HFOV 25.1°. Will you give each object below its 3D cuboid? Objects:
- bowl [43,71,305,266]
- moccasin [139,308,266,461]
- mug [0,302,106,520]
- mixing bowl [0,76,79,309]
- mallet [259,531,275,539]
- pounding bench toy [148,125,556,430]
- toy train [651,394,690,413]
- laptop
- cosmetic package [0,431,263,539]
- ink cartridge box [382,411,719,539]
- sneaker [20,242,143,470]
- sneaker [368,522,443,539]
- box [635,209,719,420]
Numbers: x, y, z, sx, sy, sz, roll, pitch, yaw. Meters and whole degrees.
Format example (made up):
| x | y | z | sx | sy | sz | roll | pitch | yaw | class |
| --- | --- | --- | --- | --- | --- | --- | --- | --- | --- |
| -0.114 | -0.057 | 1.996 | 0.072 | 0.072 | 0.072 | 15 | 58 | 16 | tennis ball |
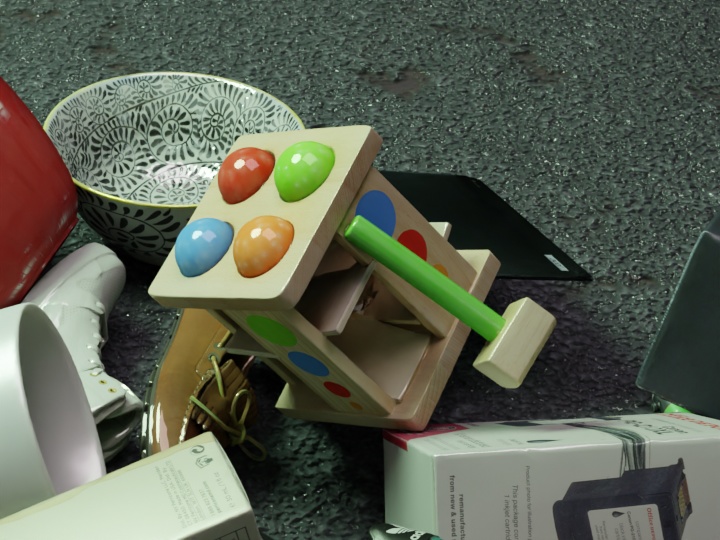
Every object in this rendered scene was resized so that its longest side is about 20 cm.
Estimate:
| x | y | z | sx | sy | sz | roll | pitch | yaw | class |
| --- | --- | --- | --- | --- | --- | --- | --- | --- | --- |
| -0.142 | -0.065 | 1.241 | 0.200 | 0.094 | 0.201 | 4 | 35 | -3 | bowl |
| -0.096 | 0.086 | 1.049 | 0.077 | 0.074 | 0.202 | 7 | 36 | 4 | moccasin |
| -0.254 | 0.097 | 0.938 | 0.175 | 0.148 | 0.200 | -17 | 39 | 2 | mug |
| -0.266 | -0.027 | 1.113 | 0.108 | 0.200 | 0.200 | 35 | 36 | -7 | mixing bowl |
| -0.105 | 0.214 | 0.902 | 0.066 | 0.041 | 0.200 | 16 | 41 | 12 | mallet |
| 0.000 | 0.000 | 0.956 | 0.200 | 0.156 | 0.124 | 0 | 55 | 47 | pounding bench toy |
| 0.250 | 0.133 | 1.064 | 0.056 | 0.042 | 0.200 | -14 | 38 | -9 | toy train |
| 0.026 | 0.010 | 1.148 | 0.200 | 0.103 | 0.177 | -45 | 36 | 2 | laptop |
| -0.147 | 0.177 | 0.844 | 0.200 | 0.104 | 0.073 | -21 | 38 | -12 | cosmetic package |
| 0.124 | 0.133 | 0.950 | 0.199 | 0.085 | 0.145 | -2 | 1 | -11 | ink cartridge box |
| -0.183 | 0.068 | 1.071 | 0.115 | 0.074 | 0.200 | 19 | 47 | 16 | sneaker |
| -0.008 | 0.217 | 0.791 | 0.080 | 0.200 | 0.071 | 34 | 5 | 29 | sneaker |
| 0.310 | 0.044 | 1.069 | 0.200 | 0.118 | 0.197 | 24 | 19 | 14 | box |
